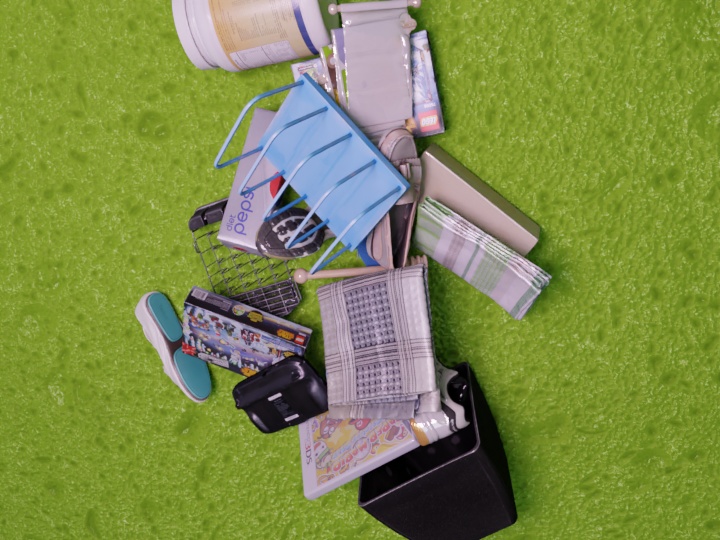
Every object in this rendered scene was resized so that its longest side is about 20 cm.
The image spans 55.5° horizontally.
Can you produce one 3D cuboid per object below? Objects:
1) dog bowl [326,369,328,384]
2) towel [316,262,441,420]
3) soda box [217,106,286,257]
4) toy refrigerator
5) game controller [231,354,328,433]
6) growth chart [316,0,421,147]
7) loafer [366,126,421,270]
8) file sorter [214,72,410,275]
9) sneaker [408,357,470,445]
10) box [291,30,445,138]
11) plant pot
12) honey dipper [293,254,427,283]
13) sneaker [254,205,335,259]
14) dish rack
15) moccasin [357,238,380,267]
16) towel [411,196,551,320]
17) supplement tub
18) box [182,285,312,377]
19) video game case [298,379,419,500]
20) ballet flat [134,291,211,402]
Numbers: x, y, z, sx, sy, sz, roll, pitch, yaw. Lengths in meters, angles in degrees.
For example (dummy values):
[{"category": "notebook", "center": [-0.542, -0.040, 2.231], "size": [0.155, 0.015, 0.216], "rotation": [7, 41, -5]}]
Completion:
[{"category": "dog bowl", "center": [0.001, 0.107, 1.024], "size": [0.110, 0.049, 0.204], "rotation": [-4, 77, 28]}, {"category": "towel", "center": [0.019, 0.105, 0.941], "size": [0.190, 0.034, 0.204], "rotation": [-12, 81, 34]}, {"category": "soda box", "center": [-0.144, -0.127, 0.991], "size": [0.067, 0.063, 0.203], "rotation": [15, 82, 3]}, {"category": "toy refrigerator", "center": [0.155, -0.088, 0.979], "size": [0.199, 0.070, 0.076], "rotation": [38, 116, 1]}, {"category": "game controller", "center": [-0.124, 0.199, 1.078], "size": [0.104, 0.042, 0.199], "rotation": [46, 134, -15]}, {"category": "growth chart", "center": [0.008, -0.254, 0.903], "size": [0.142, 0.018, 0.203], "rotation": [-3, 110, -12]}, {"category": "loafer", "center": [0.053, -0.090, 0.924], "size": [0.071, 0.063, 0.203], "rotation": [-12, 127, -26]}, {"category": "file sorter", "center": [-0.068, -0.117, 0.869], "size": [0.200, 0.122, 0.139], "rotation": [47, 132, 4]}, {"category": "sneaker", "center": [0.113, 0.166, 0.994], "size": [0.086, 0.201, 0.076], "rotation": [-20, 123, 11]}, {"category": "box", "center": [0.013, -0.246, 0.973], "size": [0.197, 0.040, 0.139], "rotation": [-9, 103, 14]}, {"category": "plant pot", "center": [0.129, 0.298, 1.027], "size": [0.198, 0.201, 0.178], "rotation": [-32, 110, 18]}, {"category": "honey dipper", "center": [0.000, 0.000, 1.005], "size": [0.196, 0.038, 0.039], "rotation": [-3, 105, -3]}, {"category": "sneaker", "center": [-0.093, -0.045, 0.984], "size": [0.088, 0.199, 0.077], "rotation": [-37, 85, 32]}, {"category": "dish rack", "center": [-0.177, -0.017, 1.077], "size": [0.151, 0.055, 0.203], "rotation": [-15, 103, 17]}, {"category": "moccasin", "center": [0.015, -0.090, 1.000], "size": [0.079, 0.069, 0.202], "rotation": [-15, 126, 1]}, {"category": "towel", "center": [0.157, -0.010, 0.951], "size": [0.199, 0.150, 0.031], "rotation": [34, 70, 12]}, {"category": "supplement tub", "center": [-0.139, -0.354, 0.930], "size": [0.197, 0.144, 0.147], "rotation": [-7, 103, 14]}, {"category": "box", "center": [-0.183, 0.113, 1.079], "size": [0.197, 0.040, 0.138], "rotation": [20, 138, 2]}, {"category": "video game case", "center": [-0.011, 0.227, 1.048], "size": [0.198, 0.184, 0.023], "rotation": [-31, 131, 18]}, {"category": "ballet flat", "center": [-0.315, 0.131, 1.146], "size": [0.069, 0.069, 0.202], "rotation": [-26, 94, 17]}]
